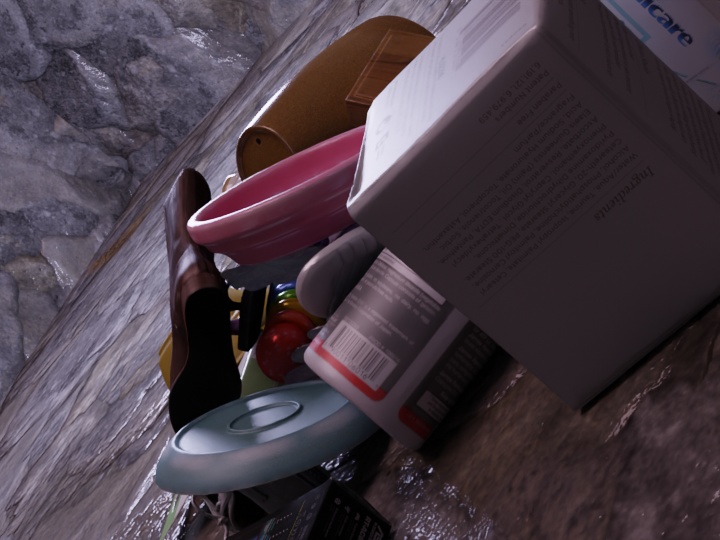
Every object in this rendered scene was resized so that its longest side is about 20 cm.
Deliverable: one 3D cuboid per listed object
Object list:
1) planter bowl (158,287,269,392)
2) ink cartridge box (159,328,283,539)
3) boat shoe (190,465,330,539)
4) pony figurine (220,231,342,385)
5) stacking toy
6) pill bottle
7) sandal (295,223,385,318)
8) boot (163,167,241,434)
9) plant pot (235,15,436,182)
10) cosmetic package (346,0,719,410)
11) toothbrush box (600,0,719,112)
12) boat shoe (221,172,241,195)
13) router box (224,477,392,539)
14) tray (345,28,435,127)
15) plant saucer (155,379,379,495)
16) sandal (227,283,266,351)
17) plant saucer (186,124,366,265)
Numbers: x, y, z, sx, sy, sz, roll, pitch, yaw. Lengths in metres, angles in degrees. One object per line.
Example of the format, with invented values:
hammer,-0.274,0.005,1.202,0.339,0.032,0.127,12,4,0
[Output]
planter bowl,-0.163,0.081,1.543,0.201,0.083,0.200,-54,0,0
ink cartridge box,-0.134,0.175,1.402,0.146,0.048,0.201,-79,14,-62
boat shoe,-0.099,0.197,1.211,0.201,0.074,0.087,-3,53,59
pony figurine,0.000,0.000,1.224,0.191,0.167,0.201,-18,38,24
stacking toy,-0.063,0.048,1.360,0.085,0.085,0.200,-46,7,19
pill bottle,0.059,0.022,1.050,0.201,0.114,0.114,-51,15,-3
sandal,0.020,-0.021,1.111,0.201,0.050,0.083,-24,-44,-36
boot,-0.154,0.028,1.303,0.201,0.063,0.188,-112,27,-52
plant pot,-0.019,-0.128,1.374,0.199,0.188,0.186,-32,-1,-40
cosmetic package,0.122,-0.062,0.886,0.166,0.200,0.168,-43,16,25
toothbrush box,0.189,-0.164,1.043,0.200,0.146,0.086,-35,22,44
boat shoe,-0.058,-0.041,1.461,0.069,0.199,0.072,-7,64,37
router box,-0.070,0.258,0.973,0.150,0.062,0.201,-35,22,45
tray,0.096,-0.157,1.263,0.198,0.037,0.099,14,55,25
plant saucer,-0.076,0.130,1.155,0.198,0.028,0.200,-16,10,3
sandal,-0.118,0.032,1.372,0.200,0.047,0.076,-104,23,-84
plant saucer,-0.042,-0.060,1.140,0.199,0.051,0.201,-25,12,6
